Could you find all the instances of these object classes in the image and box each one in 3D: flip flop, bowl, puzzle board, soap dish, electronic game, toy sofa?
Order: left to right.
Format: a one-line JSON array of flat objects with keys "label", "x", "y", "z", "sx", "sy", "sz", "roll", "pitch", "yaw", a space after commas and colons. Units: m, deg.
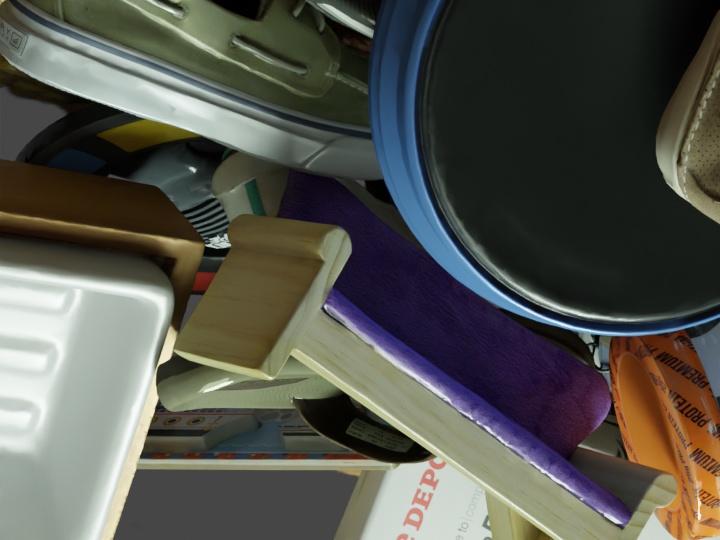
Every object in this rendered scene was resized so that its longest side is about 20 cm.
[{"label": "soap dish", "x": -0.166, "y": 0.036, "z": 1.164, "sx": 0.157, "sy": 0.081, "sz": 0.200, "roll": 9, "pitch": 131, "yaw": -14}, {"label": "electronic game", "x": -0.058, "y": -0.035, "z": 1.202, "sx": 0.200, "sy": 0.042, "sz": 0.200, "roll": -3, "pitch": 155, "yaw": -2}, {"label": "puzzle board", "x": -0.035, "y": 0.054, "z": 1.278, "sx": 0.200, "sy": 0.017, "sz": 0.151, "roll": -3, "pitch": -158, "yaw": 32}, {"label": "flip flop", "x": 0.009, "y": 0.055, "z": 1.148, "sx": 0.200, "sy": 0.058, "sz": 0.081, "roll": -1, "pitch": 159, "yaw": -29}, {"label": "toy sofa", "x": 0.034, "y": 0.044, "z": 1.077, "sx": 0.200, "sy": 0.098, "sz": 0.083, "roll": 37, "pitch": 168, "yaw": -26}, {"label": "bowl", "x": 0.103, "y": -0.069, "z": 0.979, "sx": 0.200, "sy": 0.201, "sz": 0.039, "roll": 4, "pitch": -161, "yaw": -15}]

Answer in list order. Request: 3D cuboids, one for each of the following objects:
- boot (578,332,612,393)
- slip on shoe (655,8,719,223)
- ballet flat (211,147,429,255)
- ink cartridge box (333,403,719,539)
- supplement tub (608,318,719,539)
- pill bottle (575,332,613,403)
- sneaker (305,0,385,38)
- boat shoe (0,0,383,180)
[{"label": "boot", "x": 0.116, "y": 0.013, "z": 1.206, "sx": 0.200, "sy": 0.097, "sz": 0.075, "roll": 27, "pitch": -169, "yaw": -12}, {"label": "slip on shoe", "x": 0.167, "y": -0.104, "z": 0.921, "sx": 0.076, "sy": 0.061, "sz": 0.200, "roll": 18, "pitch": 106, "yaw": -28}, {"label": "ballet flat", "x": 0.000, "y": 0.000, "z": 1.173, "sx": 0.069, "sy": 0.070, "sz": 0.200, "roll": -15, "pitch": 157, "yaw": 25}, {"label": "ink cartridge box", "x": 0.095, "y": 0.139, "z": 1.320, "sx": 0.200, "sy": 0.146, "sz": 0.084, "roll": 19, "pitch": -163, "yaw": -4}, {"label": "supplement tub", "x": 0.215, "y": 0.042, "z": 1.131, "sx": 0.200, "sy": 0.123, "sz": 0.123, "roll": -16, "pitch": 158, "yaw": -11}, {"label": "pill bottle", "x": 0.141, "y": 0.084, "z": 1.405, "sx": 0.200, "sy": 0.113, "sz": 0.113, "roll": -5, "pitch": 156, "yaw": 4}, {"label": "sneaker", "x": 0.044, "y": -0.091, "z": 1.054, "sx": 0.200, "sy": 0.075, "sz": 0.115, "roll": 9, "pitch": 157, "yaw": -24}, {"label": "boat shoe", "x": -0.045, "y": -0.086, "z": 1.050, "sx": 0.200, "sy": 0.072, "sz": 0.062, "roll": 13, "pitch": 115, "yaw": -33}]
